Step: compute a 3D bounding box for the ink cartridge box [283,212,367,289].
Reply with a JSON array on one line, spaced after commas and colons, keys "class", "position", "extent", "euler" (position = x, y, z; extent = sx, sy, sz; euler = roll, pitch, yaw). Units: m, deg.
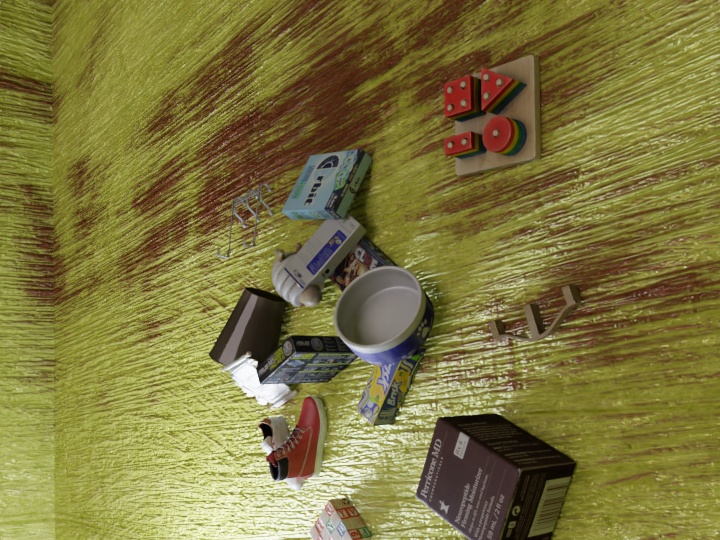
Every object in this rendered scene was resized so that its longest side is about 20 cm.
[{"class": "ink cartridge box", "position": [-0.082, -0.048, 1.768], "extent": [0.200, 0.039, 0.099], "euler": [-48, 48, 2]}]

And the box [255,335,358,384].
[{"class": "box", "position": [-0.115, 0.206, 1.751], "extent": [0.160, 0.200, 0.044], "euler": [-44, 55, 38]}]

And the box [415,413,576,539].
[{"class": "box", "position": [0.237, 0.372, 1.353], "extent": [0.200, 0.164, 0.166], "euler": [25, 105, 48]}]

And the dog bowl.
[{"class": "dog bowl", "position": [0.049, 0.093, 1.593], "extent": [0.200, 0.079, 0.200], "euler": [-16, 49, 19]}]

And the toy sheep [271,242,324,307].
[{"class": "toy sheep", "position": [-0.155, 0.012, 1.872], "extent": [0.138, 0.138, 0.200], "euler": [-55, 53, 30]}]

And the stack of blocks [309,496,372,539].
[{"class": "stack of blocks", "position": [-0.065, 0.634, 1.754], "extent": [0.115, 0.059, 0.200], "euler": [50, 122, 40]}]

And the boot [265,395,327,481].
[{"class": "boot", "position": [-0.158, 0.400, 1.824], "extent": [0.072, 0.144, 0.200], "euler": [-1, 84, 51]}]

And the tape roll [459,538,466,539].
[{"class": "tape roll", "position": [0.189, 0.623, 1.454], "extent": [0.202, 0.071, 0.203], "euler": [-7, 81, 49]}]

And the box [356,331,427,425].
[{"class": "box", "position": [0.066, 0.232, 1.643], "extent": [0.070, 0.064, 0.200], "euler": [40, 115, 43]}]

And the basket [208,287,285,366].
[{"class": "basket", "position": [-0.279, 0.156, 1.996], "extent": [0.180, 0.136, 0.200], "euler": [21, 96, 2]}]

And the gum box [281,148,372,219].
[{"class": "gum box", "position": [-0.082, -0.203, 1.824], "extent": [0.200, 0.045, 0.170], "euler": [2, 60, 49]}]

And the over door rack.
[{"class": "over door rack", "position": [-0.311, -0.129, 2.102], "extent": [0.148, 0.067, 0.200], "euler": [-19, 51, 47]}]

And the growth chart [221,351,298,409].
[{"class": "growth chart", "position": [-0.257, 0.285, 1.939], "extent": [0.145, 0.200, 0.018], "euler": [-26, 34, 37]}]

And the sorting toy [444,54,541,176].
[{"class": "sorting toy", "position": [0.247, -0.301, 1.486], "extent": [0.199, 0.070, 0.200], "euler": [-7, 81, 49]}]

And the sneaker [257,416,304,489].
[{"class": "sneaker", "position": [-0.208, 0.463, 1.921], "extent": [0.073, 0.085, 0.200], "euler": [-50, 53, 31]}]

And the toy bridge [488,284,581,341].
[{"class": "toy bridge", "position": [0.318, 0.094, 1.394], "extent": [0.200, 0.027, 0.067], "euler": [-33, 63, 43]}]

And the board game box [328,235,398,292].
[{"class": "board game box", "position": [0.000, 0.000, 1.766], "extent": [0.200, 0.035, 0.136], "euler": [44, 118, 42]}]
